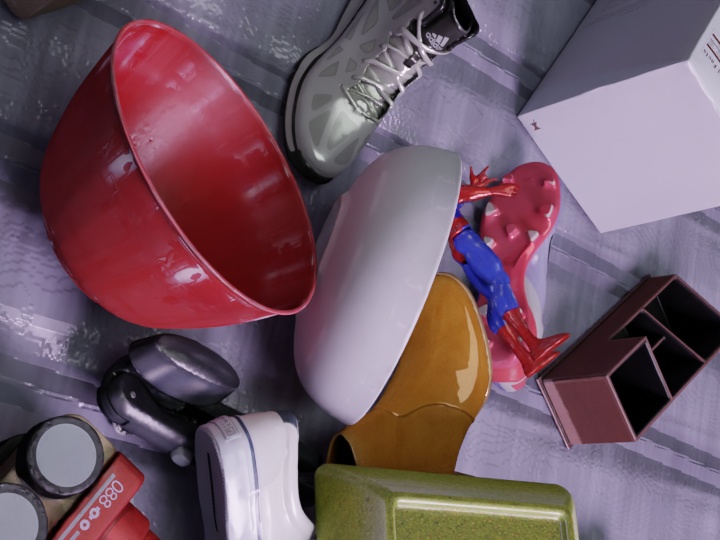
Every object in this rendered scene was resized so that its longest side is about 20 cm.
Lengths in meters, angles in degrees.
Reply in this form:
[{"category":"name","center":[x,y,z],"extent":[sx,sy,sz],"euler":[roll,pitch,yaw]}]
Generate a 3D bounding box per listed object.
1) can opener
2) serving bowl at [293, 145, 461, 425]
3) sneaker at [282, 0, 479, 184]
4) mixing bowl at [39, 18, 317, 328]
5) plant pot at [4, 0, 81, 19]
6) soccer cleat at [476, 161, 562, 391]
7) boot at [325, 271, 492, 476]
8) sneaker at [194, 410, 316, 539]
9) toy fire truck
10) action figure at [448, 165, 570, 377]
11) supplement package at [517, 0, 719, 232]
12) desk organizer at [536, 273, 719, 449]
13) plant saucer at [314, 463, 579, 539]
[{"category":"can opener","center":[-0.094,0.111,0.832],"extent":[0.200,0.078,0.064],"euler":[42,49,-38]},{"category":"serving bowl","center":[0.000,0.000,0.860],"extent":[0.065,0.200,0.202],"euler":[23,65,-7]},{"category":"sneaker","center":[0.018,-0.159,0.937],"extent":[0.076,0.115,0.202],"euler":[40,59,-28]},{"category":"mixing bowl","center":[-0.126,-0.040,0.775],"extent":[0.200,0.108,0.201],"euler":[50,22,-29]},{"category":"plant pot","center":[-0.167,-0.269,0.761],"extent":[0.177,0.199,0.201],"euler":[-43,110,-25]},{"category":"soccer cleat","center":[0.132,0.003,1.051],"extent":[0.077,0.066,0.202],"euler":[64,34,-56]},{"category":"boot","center":[0.032,0.105,0.924],"extent":[0.143,0.070,0.204],"euler":[-3,92,-51]},{"category":"sneaker","center":[-0.061,0.187,0.807],"extent":[0.070,0.073,0.202],"euler":[-10,111,-27]},{"category":"toy fire truck","center":[-0.171,0.210,0.724],"extent":[0.200,0.128,0.176],"euler":[46,56,-13]},{"category":"action figure","center":[0.108,-0.026,0.981],"extent":[0.099,0.065,0.201],"euler":[-34,73,-17]},{"category":"supplement package","center":[0.287,-0.167,1.117],"extent":[0.147,0.190,0.201],"euler":[50,55,-21]},{"category":"desk organizer","center":[0.253,0.076,1.121],"extent":[0.200,0.077,0.072],"euler":[-36,105,-38]},{"category":"plant saucer","center":[0.073,0.221,0.796],"extent":[0.198,0.048,0.202],"euler":[9,61,-23]}]
